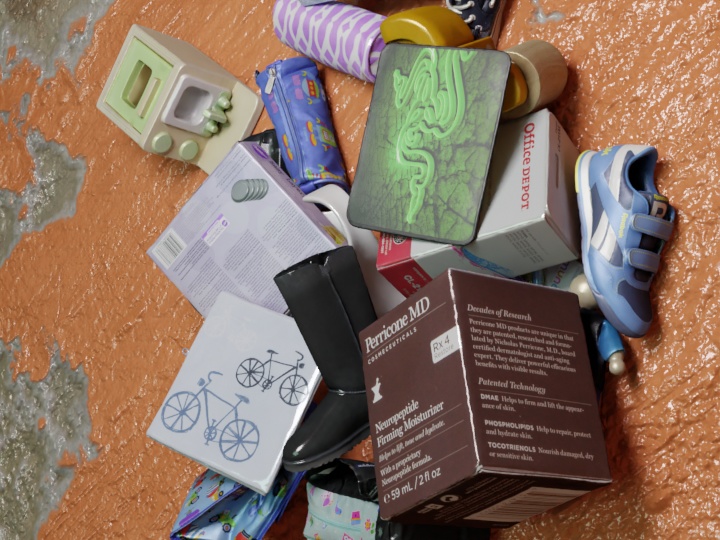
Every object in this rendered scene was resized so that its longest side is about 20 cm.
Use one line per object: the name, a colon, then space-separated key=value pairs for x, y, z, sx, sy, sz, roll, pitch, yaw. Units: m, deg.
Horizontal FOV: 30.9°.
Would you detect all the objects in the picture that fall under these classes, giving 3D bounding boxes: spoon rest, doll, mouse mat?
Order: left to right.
spoon rest: x=0.000 y=0.000 z=1.461 sx=0.061 sy=0.099 sz=0.201 roll=-6 pitch=111 yaw=60
mouse mat: x=0.067 y=-0.132 z=1.332 sx=0.160 sy=0.008 sz=0.201 roll=11 pitch=87 yaw=35
doll: x=0.212 y=0.100 z=1.323 sx=0.136 sy=0.048 sz=0.201 roll=11 pitch=89 yaw=47

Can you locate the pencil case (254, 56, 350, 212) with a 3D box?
pencil case: x=-0.072 y=-0.170 z=1.601 sx=0.078 sy=0.087 sz=0.201 roll=-26 pitch=66 yaw=24

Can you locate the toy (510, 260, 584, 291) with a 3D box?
toy: x=0.137 y=0.003 z=1.408 sx=0.200 sy=0.047 sz=0.116 roll=35 pitch=106 yaw=40

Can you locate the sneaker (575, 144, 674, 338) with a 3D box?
sneaker: x=0.266 y=-0.034 z=1.286 sx=0.082 sy=0.074 sz=0.201 roll=-17 pitch=72 yaw=36

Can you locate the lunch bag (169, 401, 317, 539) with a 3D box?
lunch bag: x=-0.115 y=0.237 z=1.520 sx=0.094 sy=0.151 sz=0.200 roll=40 pitch=106 yaw=-8

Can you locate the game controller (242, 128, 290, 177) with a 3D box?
game controller: x=-0.127 y=-0.082 z=1.671 sx=0.104 sy=0.042 sz=0.201 roll=-13 pitch=73 yaw=54

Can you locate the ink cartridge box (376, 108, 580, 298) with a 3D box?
ink cartridge box: x=0.125 y=-0.064 z=1.363 sx=0.199 sy=0.083 sz=0.146 roll=-16 pitch=48 yaw=30

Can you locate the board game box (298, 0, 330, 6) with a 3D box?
board game box: x=0.026 y=-0.416 z=1.541 sx=0.198 sy=0.043 sz=0.201 roll=0 pitch=60 yaw=39

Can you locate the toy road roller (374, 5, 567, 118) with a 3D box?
toy road roller: x=0.105 y=-0.221 z=1.394 sx=0.199 sy=0.123 sz=0.147 roll=-16 pitch=98 yaw=34

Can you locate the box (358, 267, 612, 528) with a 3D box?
box: x=0.116 y=0.131 z=1.264 sx=0.166 sy=0.164 sz=0.201 roll=-39 pitch=51 yaw=47

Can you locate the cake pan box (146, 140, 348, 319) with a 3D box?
cake pan box: x=-0.136 y=-0.021 z=1.550 sx=0.184 sy=0.052 sz=0.200 roll=46 pitch=109 yaw=13

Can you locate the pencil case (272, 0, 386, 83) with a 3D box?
pencil case: x=-0.022 y=-0.289 z=1.587 sx=0.200 sy=0.085 sz=0.084 roll=33 pitch=141 yaw=40

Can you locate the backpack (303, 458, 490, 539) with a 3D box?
backpack: x=0.021 y=0.269 z=1.393 sx=0.200 sy=0.166 sz=0.127 roll=-1 pitch=81 yaw=50

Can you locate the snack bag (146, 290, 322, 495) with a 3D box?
snack bag: x=-0.133 y=0.131 z=1.478 sx=0.188 sy=0.021 sz=0.201 roll=18 pitch=77 yaw=32

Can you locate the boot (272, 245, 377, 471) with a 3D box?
boot: x=-0.045 y=0.091 z=1.391 sx=0.066 sy=0.165 sz=0.201 roll=3 pitch=115 yaw=55

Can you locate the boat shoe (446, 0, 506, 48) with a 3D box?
boat shoe: x=0.116 y=-0.305 z=1.454 sx=0.075 sy=0.093 sz=0.201 roll=27 pitch=100 yaw=41

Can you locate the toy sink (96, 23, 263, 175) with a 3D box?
toy sink: x=-0.246 y=-0.224 z=1.746 sx=0.200 sy=0.112 sz=0.131 roll=40 pitch=109 yaw=38

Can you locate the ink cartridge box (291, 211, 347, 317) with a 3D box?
ink cartridge box: x=-0.085 y=0.012 z=1.585 sx=0.199 sy=0.047 sz=0.161 roll=-6 pitch=94 yaw=21
